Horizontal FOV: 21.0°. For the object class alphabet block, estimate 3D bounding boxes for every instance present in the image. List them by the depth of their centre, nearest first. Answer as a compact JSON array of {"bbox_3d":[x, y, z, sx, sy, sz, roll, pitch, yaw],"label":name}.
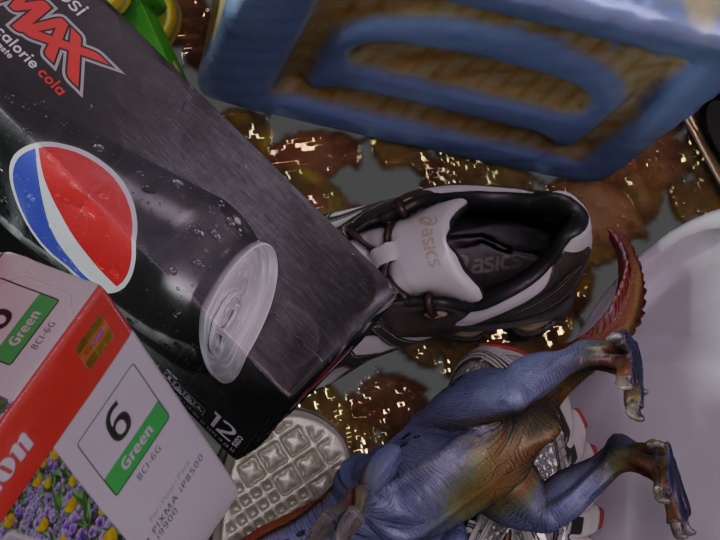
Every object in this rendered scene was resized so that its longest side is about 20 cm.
[{"bbox_3d":[0.052,-0.169,0.783,0.195,0.196,0.201,11,76,-12],"label":"alphabet block"}]

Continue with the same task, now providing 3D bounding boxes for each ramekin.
[{"bbox_3d":[0.171,0.080,0.763,0.094,0.202,0.203,14,74,-37],"label":"ramekin"}]

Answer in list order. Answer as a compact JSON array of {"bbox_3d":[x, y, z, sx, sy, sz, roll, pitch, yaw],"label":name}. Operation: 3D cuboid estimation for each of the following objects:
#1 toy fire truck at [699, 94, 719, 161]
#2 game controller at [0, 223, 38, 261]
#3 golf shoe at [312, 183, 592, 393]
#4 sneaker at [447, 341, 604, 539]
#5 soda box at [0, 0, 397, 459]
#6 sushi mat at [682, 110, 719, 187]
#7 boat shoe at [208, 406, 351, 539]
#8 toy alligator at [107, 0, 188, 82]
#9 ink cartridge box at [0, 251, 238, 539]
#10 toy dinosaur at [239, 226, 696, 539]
[{"bbox_3d":[0.233,-0.095,0.790,0.128,0.200,0.176,-27,85,-15],"label":"toy fire truck"},{"bbox_3d":[-0.173,-0.008,0.757,0.199,0.042,0.105,11,56,2],"label":"game controller"},{"bbox_3d":[0.000,0.000,0.786,0.199,0.095,0.078,-15,75,-15],"label":"golf shoe"},{"bbox_3d":[0.039,0.124,0.766,0.082,0.078,0.201,22,71,-39],"label":"sneaker"},{"bbox_3d":[-0.085,-0.030,0.716,0.200,0.063,0.071,44,55,4],"label":"soda box"},{"bbox_3d":[0.223,-0.016,0.883,0.095,0.012,0.200,-26,85,-14],"label":"sushi mat"},{"bbox_3d":[-0.049,0.151,0.766,0.074,0.062,0.201,14,86,-13],"label":"boat shoe"},{"bbox_3d":[-0.106,-0.098,0.799,0.054,0.059,0.201,-22,73,14],"label":"toy alligator"},{"bbox_3d":[-0.119,0.059,0.649,0.050,0.200,0.109,19,62,31],"label":"ink cartridge box"},{"bbox_3d":[0.029,0.090,0.732,0.181,0.200,0.105,-17,111,17],"label":"toy dinosaur"}]
